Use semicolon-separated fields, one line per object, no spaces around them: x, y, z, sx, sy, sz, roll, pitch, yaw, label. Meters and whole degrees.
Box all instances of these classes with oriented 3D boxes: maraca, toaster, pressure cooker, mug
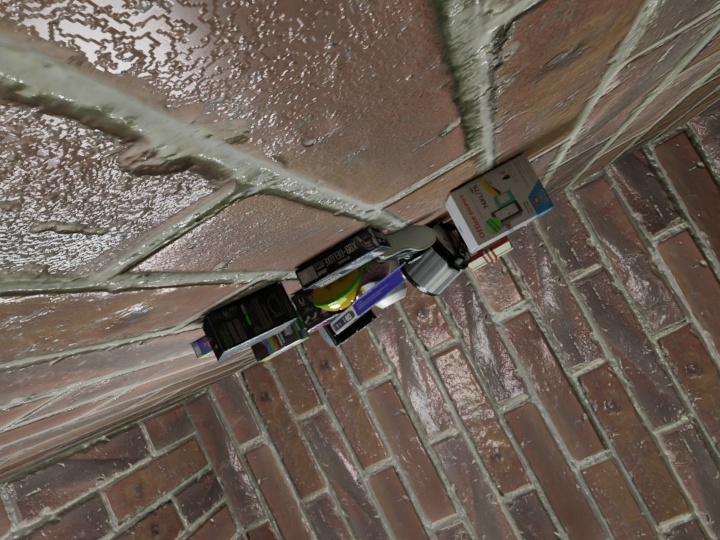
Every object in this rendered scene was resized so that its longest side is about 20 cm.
-0.050;0.029;1.420;0.136;0.107;0.200;-11;-151;36;maraca
-0.075;0.139;1.871;0.180;0.201;0.119;-34;179;-21;toaster
0.236;-0.045;1.667;0.200;0.176;0.178;-47;166;26;pressure cooker
0.066;0.033;1.707;0.149;0.154;0.187;-27;174;-12;mug

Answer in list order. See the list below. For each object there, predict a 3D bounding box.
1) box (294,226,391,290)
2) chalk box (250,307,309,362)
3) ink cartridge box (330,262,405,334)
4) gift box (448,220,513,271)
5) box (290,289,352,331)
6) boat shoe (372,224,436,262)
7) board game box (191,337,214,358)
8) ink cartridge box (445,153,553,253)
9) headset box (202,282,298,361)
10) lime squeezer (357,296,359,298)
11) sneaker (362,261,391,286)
-0.036;-0.026;1.256;0.199;0.050;0.158;-30;174;11;box
-0.242;0.182;1.709;0.199;0.126;0.124;-27;174;4;chalk box
0.029;0.076;1.494;0.198;0.043;0.200;-36;174;-36;ink cartridge box
0.390;-0.112;1.870;0.199;0.186;0.187;-26;166;16;gift box
-0.100;0.092;1.643;0.132;0.115;0.200;-31;174;13;box
0.112;-0.066;1.461;0.199;0.075;0.062;-23;171;-28;boat shoe
-0.353;0.175;1.535;0.199;0.045;0.134;-29;174;5;board game box
0.329;-0.157;1.332;0.199;0.148;0.146;-29;174;2;ink cartridge box
-0.267;0.126;1.284;0.199;0.093;0.174;-25;174;-22;headset box
-0.012;0.015;1.611;0.038;0.070;0.201;-76;-175;-50;lime squeezer
0.000;0.000;1.515;0.199;0.076;0.105;-21;152;-22;sneaker
